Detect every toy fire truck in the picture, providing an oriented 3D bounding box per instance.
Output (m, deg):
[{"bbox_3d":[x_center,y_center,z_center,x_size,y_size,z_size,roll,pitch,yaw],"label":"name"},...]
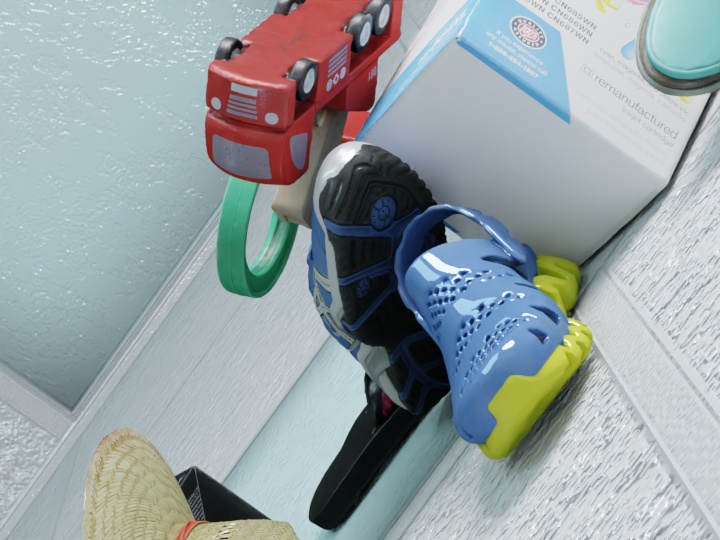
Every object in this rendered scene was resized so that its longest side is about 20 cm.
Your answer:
[{"bbox_3d":[-0.022,-0.074,1.376,0.200,0.049,0.141,-47,-32,-54],"label":"toy fire truck"}]

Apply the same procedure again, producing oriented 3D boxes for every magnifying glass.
[{"bbox_3d":[-0.043,-0.084,1.417,0.080,0.022,0.201,-13,-64,-69],"label":"magnifying glass"}]

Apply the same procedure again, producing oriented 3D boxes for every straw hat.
[{"bbox_3d":[-0.061,0.167,1.297,0.085,0.202,0.201,-12,22,15],"label":"straw hat"}]

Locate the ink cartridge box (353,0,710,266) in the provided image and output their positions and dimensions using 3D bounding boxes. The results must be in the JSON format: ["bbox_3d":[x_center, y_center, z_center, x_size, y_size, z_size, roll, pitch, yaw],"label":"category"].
[{"bbox_3d":[0.107,-0.117,1.369,0.125,0.128,0.200,-46,12,52],"label":"ink cartridge box"}]

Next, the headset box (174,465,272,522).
[{"bbox_3d":[-0.135,0.211,1.644,0.149,0.077,0.200,-57,7,-20],"label":"headset box"}]

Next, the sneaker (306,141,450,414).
[{"bbox_3d":[0.000,0.000,1.362,0.076,0.077,0.200,-44,-31,-18],"label":"sneaker"}]

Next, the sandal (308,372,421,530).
[{"bbox_3d":[0.022,0.052,1.480,0.200,0.045,0.075,-54,7,4],"label":"sandal"}]

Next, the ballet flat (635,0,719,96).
[{"bbox_3d":[0.190,-0.142,1.281,0.200,0.067,0.064,-58,-19,-28],"label":"ballet flat"}]

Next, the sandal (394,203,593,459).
[{"bbox_3d":[0.054,0.023,1.249,0.080,0.087,0.200,-51,9,10],"label":"sandal"}]
